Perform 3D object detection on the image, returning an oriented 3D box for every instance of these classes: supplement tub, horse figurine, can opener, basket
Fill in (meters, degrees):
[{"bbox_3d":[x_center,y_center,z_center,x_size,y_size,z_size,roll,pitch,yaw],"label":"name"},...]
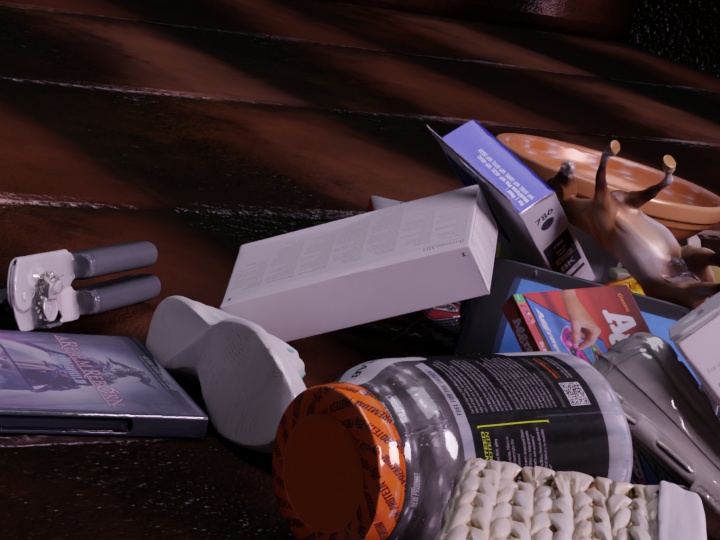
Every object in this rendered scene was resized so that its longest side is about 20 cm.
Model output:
[{"bbox_3d":[0.055,0.111,1.018,0.200,0.123,0.122,1,20,-41],"label":"supplement tub"},{"bbox_3d":[0.224,-0.022,1.276,0.200,0.133,0.050,40,61,5],"label":"horse figurine"},{"bbox_3d":[-0.214,0.008,1.278,0.066,0.053,0.200,-2,6,24],"label":"can opener"},{"bbox_3d":[0.085,0.180,0.784,0.123,0.136,0.200,11,15,8],"label":"basket"}]

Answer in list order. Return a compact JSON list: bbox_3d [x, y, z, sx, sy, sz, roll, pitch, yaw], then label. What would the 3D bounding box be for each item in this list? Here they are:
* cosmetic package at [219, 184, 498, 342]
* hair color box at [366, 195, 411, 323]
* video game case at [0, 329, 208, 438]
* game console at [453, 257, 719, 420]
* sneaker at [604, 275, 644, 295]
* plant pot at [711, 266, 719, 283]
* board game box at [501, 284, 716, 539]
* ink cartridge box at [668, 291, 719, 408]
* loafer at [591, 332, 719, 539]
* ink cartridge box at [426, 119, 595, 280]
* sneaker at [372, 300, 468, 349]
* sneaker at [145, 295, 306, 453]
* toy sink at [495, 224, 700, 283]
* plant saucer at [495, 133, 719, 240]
[{"bbox_3d":[0.000,0.000,1.291,0.200,0.051,0.083,-14,31,20],"label":"cosmetic package"},{"bbox_3d":[0.056,-0.007,1.554,0.101,0.061,0.200,12,16,-6],"label":"hair color box"},{"bbox_3d":[-0.217,0.071,1.129,0.200,0.019,0.143,4,18,-29],"label":"video game case"},{"bbox_3d":[0.159,0.084,1.207,0.200,0.119,0.171,14,14,6],"label":"game console"},{"bbox_3d":[0.205,0.028,1.375,0.200,0.077,0.073,-1,49,-55],"label":"sneaker"},{"bbox_3d":[0.358,0.064,1.374,0.200,0.200,0.142,-2,47,-43],"label":"plant pot"},{"bbox_3d":[0.176,0.099,1.135,0.103,0.019,0.200,-4,57,-35],"label":"board game box"},{"bbox_3d":[0.288,0.098,1.096,0.200,0.086,0.148,55,8,4],"label":"ink cartridge box"},{"bbox_3d":[0.211,0.133,1.078,0.200,0.070,0.070,54,-4,10],"label":"loafer"},{"bbox_3d":[0.121,-0.051,1.348,0.099,0.039,0.200,46,-3,30],"label":"ink cartridge box"},{"bbox_3d":[0.071,0.018,1.397,0.200,0.081,0.075,10,-26,-19],"label":"sneaker"},{"bbox_3d":[-0.068,0.069,1.178,0.088,0.075,0.200,17,9,-33],"label":"sneaker"},{"bbox_3d":[0.190,-0.005,1.531,0.112,0.131,0.200,6,18,-25],"label":"toy sink"},{"bbox_3d":[0.204,-0.068,1.437,0.200,0.038,0.200,16,12,-3],"label":"plant saucer"}]
